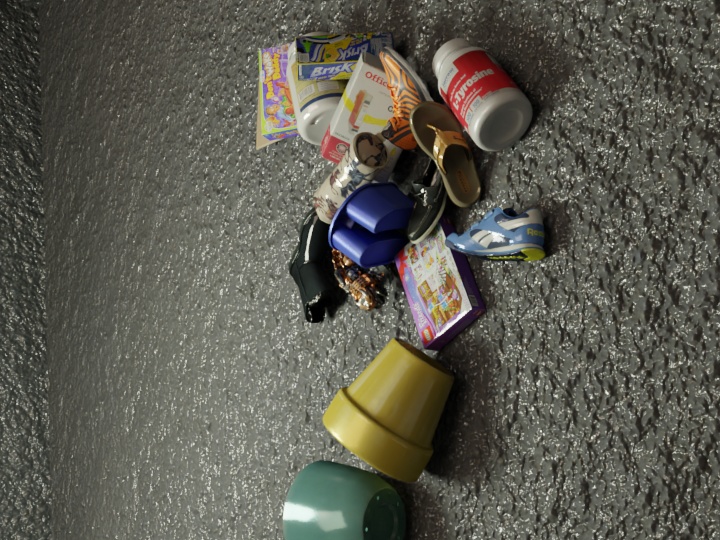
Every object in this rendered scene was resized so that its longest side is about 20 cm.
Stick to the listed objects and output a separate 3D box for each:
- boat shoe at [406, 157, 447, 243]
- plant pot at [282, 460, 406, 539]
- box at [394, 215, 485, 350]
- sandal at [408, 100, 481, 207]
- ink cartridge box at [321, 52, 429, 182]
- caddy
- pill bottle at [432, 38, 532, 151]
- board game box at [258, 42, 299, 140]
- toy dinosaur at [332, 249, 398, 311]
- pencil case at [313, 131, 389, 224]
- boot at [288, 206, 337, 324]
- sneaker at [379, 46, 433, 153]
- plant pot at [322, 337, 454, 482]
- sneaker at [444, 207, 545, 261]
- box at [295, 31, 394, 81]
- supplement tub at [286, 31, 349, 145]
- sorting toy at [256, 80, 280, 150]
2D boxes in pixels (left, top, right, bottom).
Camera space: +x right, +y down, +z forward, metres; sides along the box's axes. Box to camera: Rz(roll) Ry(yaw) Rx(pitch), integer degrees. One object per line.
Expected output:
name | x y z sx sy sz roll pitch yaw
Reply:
boat shoe | 0.123 -0.149 1.612 0.202 0.065 0.074 -60 29 3
plant pot | -0.015 0.449 1.622 0.159 0.199 0.205 -6 78 40
box | 0.138 0.021 1.621 0.137 0.039 0.203 -44 51 38
sandal | 0.154 -0.200 1.548 0.202 0.079 0.054 62 179 -12
ink cartridge box | 0.026 -0.291 1.730 0.084 0.143 0.202 -91 25 -65
caddy | 0.022 -0.090 1.674 0.105 0.199 0.143 39 116 24
pill bottle | 0.201 -0.307 1.543 0.113 0.111 0.202 -55 44 29
board game box | -0.158 -0.406 2.036 0.132 0.045 0.204 -8 78 19
toy dinosaur | 0.000 0.000 1.729 0.102 0.134 0.203 -42 52 41
pencil case | -0.018 -0.173 1.685 0.200 0.077 0.090 -48 14 49
boot | -0.082 -0.010 1.885 0.202 0.075 0.169 -63 37 33
sneaker | 0.070 -0.296 1.631 0.111 0.201 0.078 -36 21 2
plant pot | 0.062 0.230 1.570 0.200 0.199 0.191 35 95 50
sneaker | 0.225 -0.060 1.500 0.198 0.073 0.084 0 81 45
box | -0.032 -0.426 1.802 0.070 0.196 0.066 99 167 -71
supplement tub | -0.079 -0.384 1.902 0.144 0.142 0.203 -38 54 42
sorting toy | -0.192 -0.396 2.149 0.199 0.036 0.189 -13 72 56
